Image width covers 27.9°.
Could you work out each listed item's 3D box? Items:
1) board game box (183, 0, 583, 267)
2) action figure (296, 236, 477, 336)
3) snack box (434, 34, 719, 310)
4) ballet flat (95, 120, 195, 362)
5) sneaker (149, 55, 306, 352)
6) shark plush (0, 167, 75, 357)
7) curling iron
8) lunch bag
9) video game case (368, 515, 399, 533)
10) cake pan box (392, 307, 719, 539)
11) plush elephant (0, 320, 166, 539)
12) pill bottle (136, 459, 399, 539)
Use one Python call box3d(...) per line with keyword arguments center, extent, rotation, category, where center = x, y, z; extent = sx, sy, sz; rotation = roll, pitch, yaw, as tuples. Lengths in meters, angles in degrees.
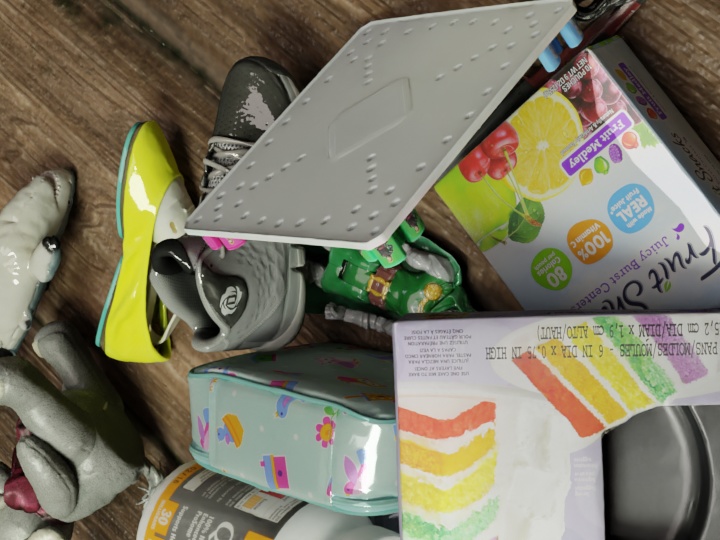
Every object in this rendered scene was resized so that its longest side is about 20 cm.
box3d(center=(0.011, -0.082, 0.863), extent=(0.200, 0.200, 0.026), rotation=(6, 140, 52), category="board game box")
box3d(center=(0.000, 0.000, 0.995), extent=(0.200, 0.055, 0.118), rotation=(24, 111, 26), category="action figure")
box3d(center=(0.156, -0.017, 0.864), extent=(0.142, 0.053, 0.200), rotation=(-42, 80, 37), category="snack box")
box3d(center=(-0.154, -0.016, 1.105), extent=(0.067, 0.067, 0.200), rotation=(18, 115, 10), category="ballet flat")
box3d(center=(-0.088, -0.040, 0.946), extent=(0.075, 0.115, 0.201), rotation=(1, 96, 36), category="sneaker")
box3d(center=(-0.269, 0.018, 1.184), extent=(0.091, 0.083, 0.200), rotation=(10, 113, 14), category="shark plush")
box3d(center=(0.107, -0.122, 0.898), extent=(0.050, 0.026, 0.200), rotation=(30, 128, -14), category="curling iron")
box3d(center=(-0.002, 0.099, 0.953), extent=(0.200, 0.160, 0.077), rotation=(10, 101, 41), category="lunch bag")
box3d(center=(0.093, 0.219, 0.995), extent=(0.200, 0.019, 0.143), rotation=(2, 101, 35), category="video game case")
box3d(center=(0.120, 0.114, 0.809), extent=(0.199, 0.052, 0.185), rotation=(-1, 92, 11), category="cake pan box")
box3d(center=(-0.253, 0.162, 1.148), extent=(0.155, 0.165, 0.200), rotation=(-37, 102, 11), category="plush elephant")
box3d(center=(-0.057, 0.208, 1.028), extent=(0.200, 0.116, 0.117), rotation=(10, 106, 43), category="pill bottle")
